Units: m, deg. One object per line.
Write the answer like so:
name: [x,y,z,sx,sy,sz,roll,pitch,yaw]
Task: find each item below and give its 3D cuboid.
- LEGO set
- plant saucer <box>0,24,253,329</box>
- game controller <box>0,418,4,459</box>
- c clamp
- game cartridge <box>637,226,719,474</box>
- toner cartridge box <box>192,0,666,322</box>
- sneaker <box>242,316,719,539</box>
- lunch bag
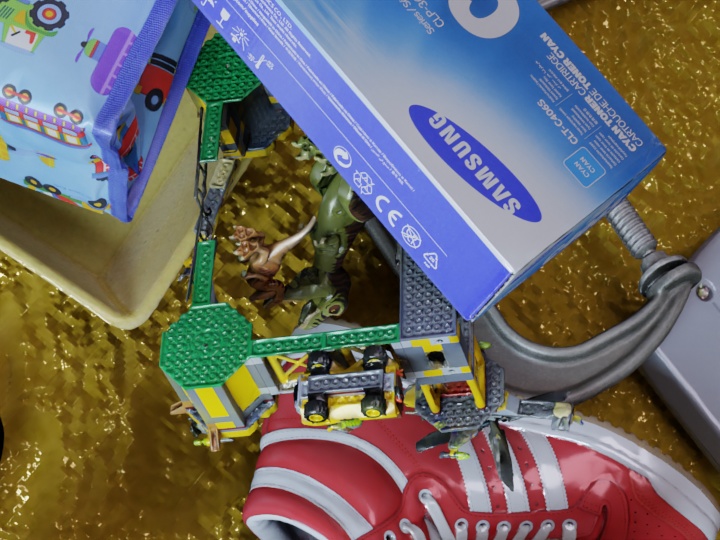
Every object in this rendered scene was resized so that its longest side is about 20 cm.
LEGO set: [0.000,0.000,0.884,0.152,0.116,0.201,-13,54,8]
plant saucer: [-0.133,-0.096,0.948,0.199,0.048,0.201,33,64,-3]
game controller: [-0.215,0.115,0.843,0.104,0.042,0.201,26,65,-7]
c clamp: [0.084,-0.038,0.989,0.170,0.027,0.201,-19,65,-16]
game cartridge: [0.222,0.021,1.025,0.199,0.040,0.134,-35,87,-26]
toner cartridge box: [0.012,-0.088,0.811,0.095,0.043,0.200,-37,82,-34]
sneaker: [0.047,0.107,0.914,0.198,0.071,0.113,22,60,-1]
lunch bag: [-0.125,-0.145,0.862,0.149,0.094,0.201,20,71,6]
